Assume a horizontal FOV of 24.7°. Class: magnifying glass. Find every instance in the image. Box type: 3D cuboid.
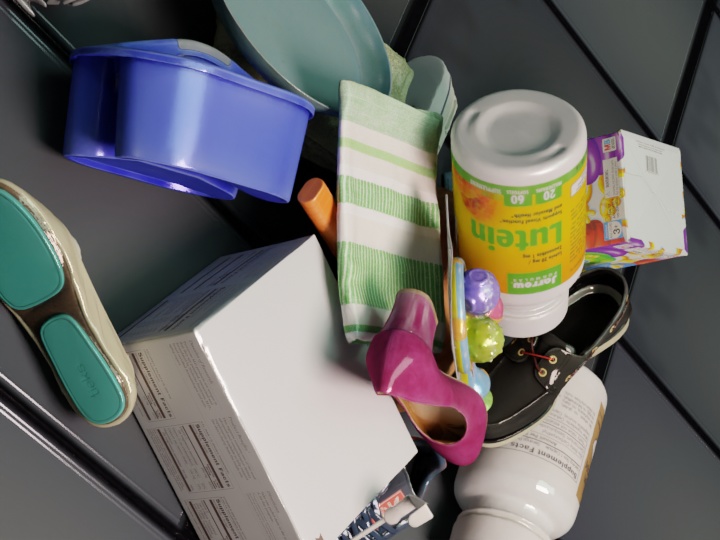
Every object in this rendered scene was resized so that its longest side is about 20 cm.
[{"bbox_3d":[0.000,0.000,1.316,0.080,0.022,0.200,-57,141,-24],"label":"magnifying glass"}]

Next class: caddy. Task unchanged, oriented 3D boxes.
[{"bbox_3d":[-0.127,-0.118,1.227,0.199,0.141,0.106,15,84,-46],"label":"caddy"}]

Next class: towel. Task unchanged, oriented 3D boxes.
[{"bbox_3d":[0.026,-0.038,1.310,0.152,0.023,0.201,12,77,-58],"label":"towel"},{"bbox_3d":[-0.041,-0.163,1.392,0.199,0.036,0.149,27,57,-29],"label":"towel"}]

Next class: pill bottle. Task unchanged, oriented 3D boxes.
[{"bbox_3d":[0.134,-0.042,1.384,0.111,0.110,0.201,-56,152,-39],"label":"pill bottle"},{"bbox_3d":[0.147,0.182,1.488,0.114,0.114,0.201,45,51,-32],"label":"pill bottle"}]

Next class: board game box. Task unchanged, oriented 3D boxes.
[{"bbox_3d":[0.187,-0.052,1.522,0.105,0.199,0.104,9,74,-47],"label":"board game box"}]

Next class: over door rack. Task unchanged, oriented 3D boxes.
[{"bbox_3d":[-0.007,0.273,1.266,0.148,0.199,0.067,61,3,-18],"label":"over door rack"}]

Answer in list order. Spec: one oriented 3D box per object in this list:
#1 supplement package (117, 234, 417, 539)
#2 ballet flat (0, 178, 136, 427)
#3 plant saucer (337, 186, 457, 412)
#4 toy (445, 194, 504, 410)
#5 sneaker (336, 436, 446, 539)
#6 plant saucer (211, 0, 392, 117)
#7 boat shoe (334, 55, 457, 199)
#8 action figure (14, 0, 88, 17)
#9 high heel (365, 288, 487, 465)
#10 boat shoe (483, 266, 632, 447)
[{"bbox_3d":[-0.073,0.101,1.266,0.156,0.110,0.201,-40,111,-45],"label":"supplement package"},{"bbox_3d":[-0.215,0.018,1.173,0.069,0.069,0.201,-40,112,-45],"label":"ballet flat"},{"bbox_3d":[0.050,0.026,1.428,0.200,0.032,0.202,-22,119,-47],"label":"plant saucer"},{"bbox_3d":[0.095,0.047,1.353,0.201,0.047,0.116,86,2,-48],"label":"toy"},{"bbox_3d":[0.003,0.202,1.346,0.075,0.084,0.200,57,46,-22],"label":"sneaker"},{"bbox_3d":[-0.054,-0.201,1.328,0.200,0.027,0.201,33,37,-29],"label":"plant saucer"},{"bbox_3d":[0.038,-0.095,1.469,0.070,0.071,0.201,55,48,-46],"label":"boat shoe"},{"bbox_3d":[-0.220,-0.270,1.225,0.200,0.069,0.131,-40,120,-41],"label":"action figure"},{"bbox_3d":[0.051,0.112,1.273,0.201,0.067,0.096,75,27,-46],"label":"high heel"},{"bbox_3d":[0.162,0.073,1.457,0.201,0.074,0.063,-41,151,-18],"label":"boat shoe"}]
